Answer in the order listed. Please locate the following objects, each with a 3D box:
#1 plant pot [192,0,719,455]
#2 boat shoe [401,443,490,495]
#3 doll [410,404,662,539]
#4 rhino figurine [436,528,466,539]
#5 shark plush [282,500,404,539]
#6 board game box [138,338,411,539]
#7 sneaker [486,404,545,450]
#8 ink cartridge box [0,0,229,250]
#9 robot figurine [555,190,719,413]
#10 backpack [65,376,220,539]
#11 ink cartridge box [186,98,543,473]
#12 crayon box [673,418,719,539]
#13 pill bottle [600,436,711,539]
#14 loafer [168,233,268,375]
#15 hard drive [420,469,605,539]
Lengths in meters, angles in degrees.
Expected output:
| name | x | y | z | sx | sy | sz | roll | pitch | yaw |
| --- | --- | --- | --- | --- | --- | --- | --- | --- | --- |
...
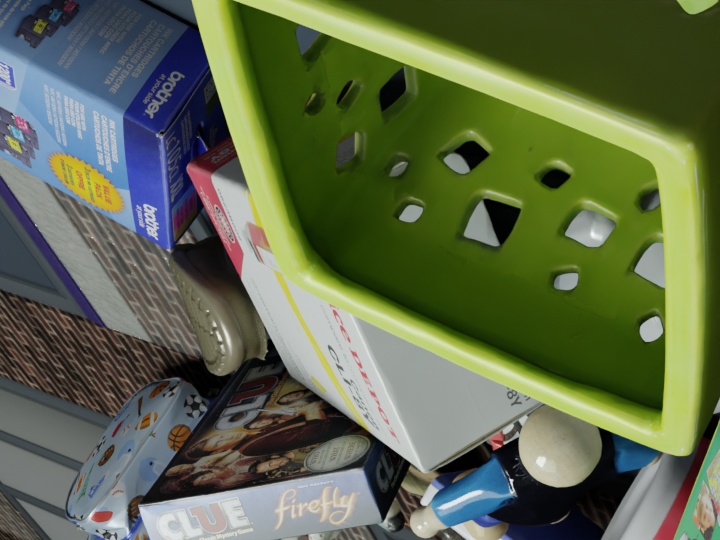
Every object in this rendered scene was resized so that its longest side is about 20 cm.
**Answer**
| name | x | y | z | sx | sy | sz | roll | pitch | yaw |
| --- | --- | --- | --- | --- | --- | --- | --- | --- | --- |
| plant pot | 0.076 | -0.082 | 0.662 | 0.198 | 0.182 | 0.200 | 23 | 153 | 23 |
| boat shoe | 0.035 | 0.092 | 1.160 | 0.064 | 0.072 | 0.200 | 9 | 156 | 33 |
| doll | 0.088 | 0.107 | 0.904 | 0.200 | 0.135 | 0.049 | 107 | 146 | -75 |
| rhino figurine | 0.074 | 0.203 | 1.141 | 0.087 | 0.060 | 0.199 | 39 | -160 | 23 |
| shark plush | -0.044 | 0.120 | 1.211 | 0.091 | 0.083 | 0.201 | 49 | -170 | -38 |
| board game box | -0.026 | 0.085 | 0.987 | 0.134 | 0.200 | 0.035 | -13 | 109 | 22 |
| sneaker | 0.115 | 0.069 | 1.014 | 0.097 | 0.071 | 0.201 | 18 | 149 | 34 |
| ink cartridge box | -0.151 | -0.099 | 1.031 | 0.198 | 0.077 | 0.137 | 27 | 154 | 11 |
| robot figurine | 0.155 | 0.008 | 0.810 | 0.168 | 0.114 | 0.200 | 26 | 158 | -17 |
| backpack | -0.148 | 0.181 | 1.401 | 0.154 | 0.200 | 0.190 | 41 | 161 | -7 |
| ink cartridge box | 0.000 | 0.000 | 0.903 | 0.146 | 0.083 | 0.200 | 65 | 165 | -19 |
| crayon box | 0.235 | 0.165 | 0.869 | 0.170 | 0.059 | 0.202 | 2 | 126 | -14 |
| pill bottle | 0.241 | 0.190 | 1.023 | 0.199 | 0.120 | 0.120 | 31 | 155 | 5 |
| loafer | -0.078 | 0.009 | 1.081 | 0.200 | 0.067 | 0.077 | -132 | 22 | -74 |
| hard drive | 0.146 | 0.194 | 1.124 | 0.199 | 0.026 | 0.132 | 36 | -165 | 26 |
